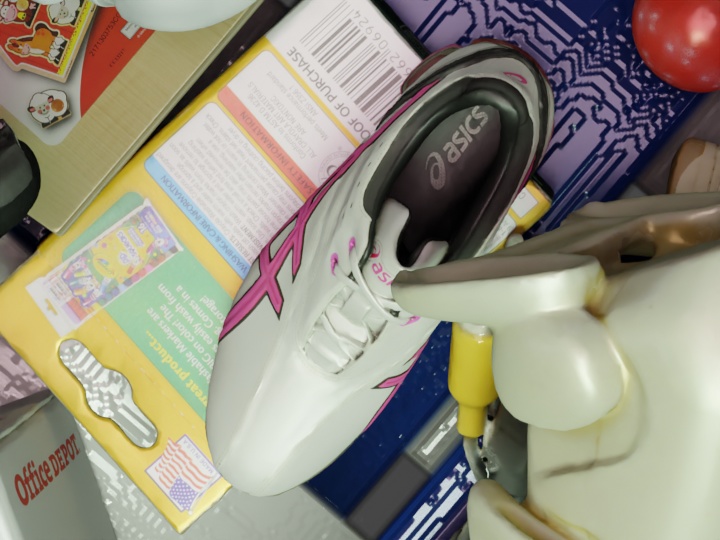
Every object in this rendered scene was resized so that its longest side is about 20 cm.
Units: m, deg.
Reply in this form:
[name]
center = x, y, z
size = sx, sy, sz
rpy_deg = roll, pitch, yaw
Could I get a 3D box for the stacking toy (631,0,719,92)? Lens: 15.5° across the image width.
[stacking toy]
center = 0.184, -0.147, 1.015
size = 0.085, 0.085, 0.200
rpy_deg = 42, 105, -1

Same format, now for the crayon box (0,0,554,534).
[crayon box]
center = -0.037, -0.009, 1.059
size = 0.200, 0.052, 0.126
rpy_deg = -42, 92, 7

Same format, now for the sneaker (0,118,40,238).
[sneaker]
center = -0.170, 0.004, 1.028
size = 0.200, 0.070, 0.090
rpy_deg = -17, 114, 48

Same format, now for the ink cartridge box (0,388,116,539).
[ink cartridge box]
center = -0.134, 0.161, 1.040
size = 0.083, 0.144, 0.201
rpy_deg = -17, 95, 7

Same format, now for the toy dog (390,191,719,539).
[toy dog]
center = 0.124, 0.081, 0.928
size = 0.193, 0.139, 0.201
rpy_deg = -3, 103, 36

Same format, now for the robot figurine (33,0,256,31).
[robot figurine]
center = -0.097, -0.163, 0.985
size = 0.199, 0.170, 0.113
rpy_deg = 29, 142, 11

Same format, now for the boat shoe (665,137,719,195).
[boat shoe]
center = 0.142, 0.051, 1.039
size = 0.069, 0.074, 0.201
rpy_deg = 8, 96, 8

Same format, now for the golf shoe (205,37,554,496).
[golf shoe]
center = 0.000, 0.000, 0.986
size = 0.072, 0.092, 0.201
rpy_deg = 32, 100, 0

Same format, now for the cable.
[cable]
center = 0.054, 0.077, 1.066
size = 0.050, 0.097, 0.201
rpy_deg = 35, 121, 30

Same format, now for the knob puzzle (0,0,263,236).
[knob puzzle]
center = -0.135, -0.141, 1.059
size = 0.218, 0.030, 0.221
rpy_deg = -1, 83, 7
